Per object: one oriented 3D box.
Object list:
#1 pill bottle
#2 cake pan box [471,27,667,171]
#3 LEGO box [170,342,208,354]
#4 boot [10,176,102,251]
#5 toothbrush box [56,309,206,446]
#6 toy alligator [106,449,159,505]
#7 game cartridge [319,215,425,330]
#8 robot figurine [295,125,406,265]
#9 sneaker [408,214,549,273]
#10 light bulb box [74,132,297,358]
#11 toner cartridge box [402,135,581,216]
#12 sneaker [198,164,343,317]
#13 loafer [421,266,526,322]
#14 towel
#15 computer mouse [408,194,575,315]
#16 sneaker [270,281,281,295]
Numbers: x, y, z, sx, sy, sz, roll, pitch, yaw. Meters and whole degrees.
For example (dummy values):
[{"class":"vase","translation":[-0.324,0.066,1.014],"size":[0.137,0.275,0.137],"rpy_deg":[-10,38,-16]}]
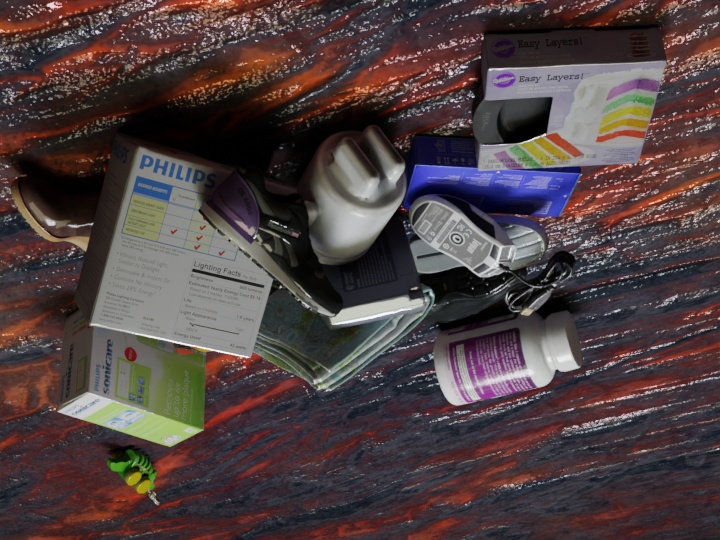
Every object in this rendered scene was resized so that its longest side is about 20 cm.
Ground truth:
[{"class":"pill bottle","translation":[0.213,0.121,1.823],"size":[0.197,0.114,0.112],"rpy_deg":[-15,148,21]},{"class":"cake pan box","translation":[0.218,-0.183,1.372],"size":[0.196,0.053,0.185],"rpy_deg":[-2,147,-1]},{"class":"LEGO box","translation":[-0.200,0.027,1.666],"size":[0.146,0.078,0.201],"rpy_deg":[-7,149,9]},{"class":"boot","translation":[-0.294,-0.088,1.501],"size":[0.165,0.073,0.200],"rpy_deg":[-30,140,20]},{"class":"toothbrush box","translation":[-0.321,0.147,1.794],"size":[0.198,0.148,0.086],"rpy_deg":[25,141,-37]},{"class":"toy alligator","translation":[-0.387,0.359,2.245],"size":[0.054,0.059,0.201],"rpy_deg":[-44,147,-9]},{"class":"game cartridge","translation":[0.000,0.000,1.517],"size":[0.131,0.201,0.041],"rpy_deg":[-8,121,-2]},{"class":"robot figurine","translation":[-0.019,-0.082,1.462],"size":[0.168,0.114,0.200],"rpy_deg":[-25,162,-34]},{"class":"sneaker","translation":[0.148,-0.043,1.561],"size":[0.198,0.071,0.074],"rpy_deg":[-2,120,37]},{"class":"light bulb box","translation":[-0.200,-0.029,1.428],"size":[0.196,0.203,0.125],"rpy_deg":[14,-172,-25]},{"class":"toner cartridge box","translation":[0.152,-0.110,1.495],"size":[0.196,0.044,0.095],"rpy_deg":[3,151,-8]},{"class":"sneaker","translation":[-0.075,-0.032,1.367],"size":[0.088,0.076,0.200],"rpy_deg":[-48,117,0]},{"class":"loafer","translation":[0.148,0.024,1.704],"size":[0.070,0.069,0.199],"rpy_deg":[15,151,-42]},{"class":"towel","translation":[-0.034,0.053,1.520],"size":[0.170,0.199,0.049],"rpy_deg":[25,137,40]},{"class":"computer mouse","translation":[0.149,-0.033,1.491],"size":[0.199,0.044,0.110],"rpy_deg":[35,135,-3]},{"class":"sneaker","translation":[-0.093,0.020,1.631],"size":[0.075,0.088,0.200],"rpy_deg":[25,165,38]}]
